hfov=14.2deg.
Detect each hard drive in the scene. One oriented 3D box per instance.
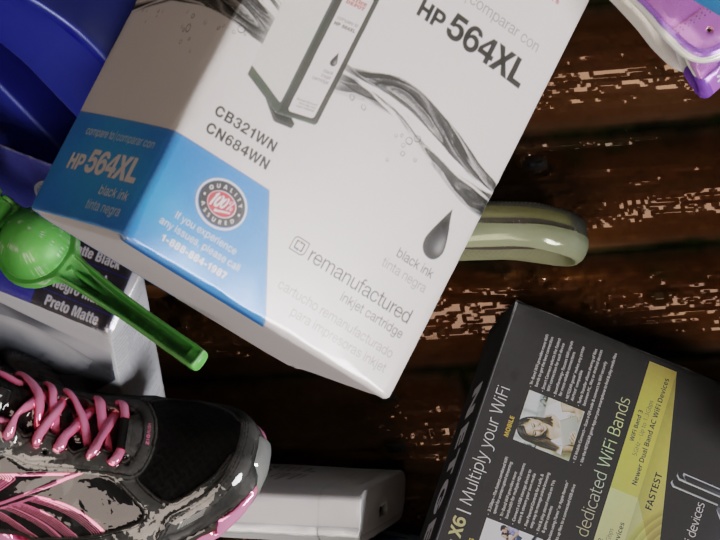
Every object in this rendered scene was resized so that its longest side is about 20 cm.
[{"bbox_3d":[-0.087,0.106,1.361,0.198,0.132,0.027,3,91,10],"label":"hard drive"}]

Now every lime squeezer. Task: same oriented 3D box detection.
[{"bbox_3d":[-0.142,-0.026,1.170,0.200,0.038,0.071,40,154,-4],"label":"lime squeezer"}]

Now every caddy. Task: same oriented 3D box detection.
[{"bbox_3d":[-0.111,-0.096,1.230,0.141,0.105,0.200,-11,131,44],"label":"caddy"}]

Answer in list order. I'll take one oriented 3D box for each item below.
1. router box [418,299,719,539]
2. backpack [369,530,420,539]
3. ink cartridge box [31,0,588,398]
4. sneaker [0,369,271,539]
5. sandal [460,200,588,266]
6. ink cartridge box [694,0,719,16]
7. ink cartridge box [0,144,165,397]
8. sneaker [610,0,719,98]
[{"bbox_3d":[0.105,0.135,1.298,0.156,0.201,0.052,23,160,-5],"label":"router box"},{"bbox_3d":[0.040,0.195,1.386,0.199,0.163,0.155,-2,103,11],"label":"backpack"},{"bbox_3d":[-0.015,-0.074,1.150,0.146,0.201,0.084,31,171,-32],"label":"ink cartridge box"},{"bbox_3d":[-0.139,0.076,1.248,0.199,0.079,0.096,-4,140,15],"label":"sneaker"},{"bbox_3d":[0.001,0.000,1.284,0.199,0.080,0.058,-1,88,11],"label":"sandal"},{"bbox_3d":[0.185,-0.186,1.014,0.147,0.145,0.200,33,154,12],"label":"ink cartridge box"},{"bbox_3d":[-0.185,-0.001,1.281,0.198,0.041,0.200,21,153,12],"label":"ink cartridge box"},{"bbox_3d":[0.183,-0.109,1.151,0.199,0.073,0.115,23,86,5],"label":"sneaker"}]
